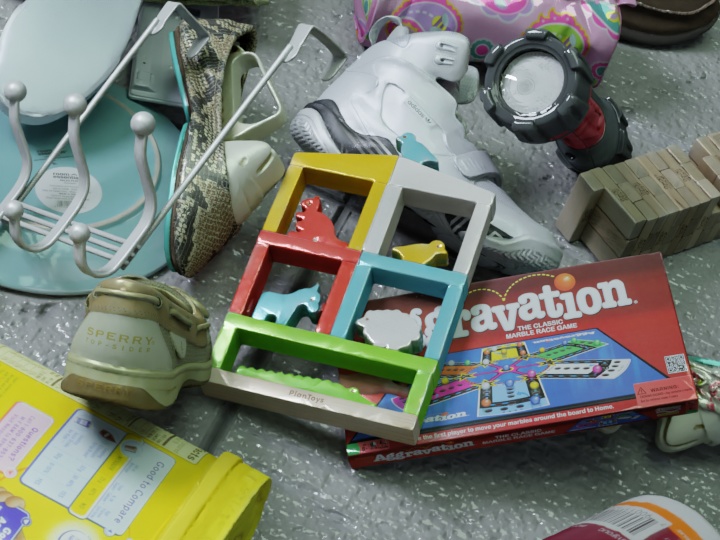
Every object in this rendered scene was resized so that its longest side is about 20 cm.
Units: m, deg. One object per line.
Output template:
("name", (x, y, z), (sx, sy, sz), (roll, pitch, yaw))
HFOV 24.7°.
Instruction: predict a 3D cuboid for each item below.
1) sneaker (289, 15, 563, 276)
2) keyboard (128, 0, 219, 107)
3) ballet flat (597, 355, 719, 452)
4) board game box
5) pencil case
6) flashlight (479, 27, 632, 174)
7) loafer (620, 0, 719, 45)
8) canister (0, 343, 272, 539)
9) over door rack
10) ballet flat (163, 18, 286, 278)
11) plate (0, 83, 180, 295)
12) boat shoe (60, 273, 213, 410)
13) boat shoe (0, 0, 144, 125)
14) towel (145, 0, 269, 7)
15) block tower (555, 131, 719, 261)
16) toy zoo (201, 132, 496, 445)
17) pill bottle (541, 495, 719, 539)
("sneaker", (0.062, -0.083, 1.061), (0.200, 0.075, 0.115), (32, 84, 16))
("keyboard", (-0.128, -0.178, 1.155), (0.056, 0.011, 0.200), (14, 41, -14))
("ballet flat", (0.174, 0.075, 1.003), (0.200, 0.076, 0.064), (18, 76, 4))
("board game box", (0.086, 0.051, 0.955), (0.200, 0.019, 0.103), (-10, 55, 4))
("pencil case", (0.095, -0.190, 1.198), (0.200, 0.087, 0.088), (8, 47, -11))
("flashlight", (0.136, -0.099, 1.069), (0.068, 0.068, 0.200), (34, 3, 23))
("loafer", (0.193, -0.229, 1.276), (0.200, 0.071, 0.073), (6, 47, -14))
("canister", (-0.166, 0.119, 0.820), (0.200, 0.087, 0.149), (27, 45, 8))
("over door rack", (-0.130, -0.090, 0.932), (0.148, 0.067, 0.200), (18, 56, 46))
("ballet flat", (-0.083, -0.085, 1.025), (0.075, 0.068, 0.200), (-6, 52, 4))
("plate", (-0.194, -0.067, 1.025), (0.200, 0.026, 0.200), (10, 45, -11))
("boat shoe", (-0.114, 0.026, 0.870), (0.073, 0.063, 0.201), (11, 5, 2))
("boat shoe", (-0.181, -0.167, 1.063), (0.074, 0.068, 0.200), (24, 62, -10))
("towel", (-0.158, -0.245, 1.179), (0.200, 0.037, 0.148), (4, 42, -7))
("block tower", (0.233, -0.054, 1.140), (0.200, 0.054, 0.058), (-17, 55, -30))
("toy zoo", (0.000, 0.000, 0.975), (0.131, 0.020, 0.200), (12, 58, 14))
("pill bottle", (0.092, 0.197, 0.816), (0.200, 0.114, 0.114), (-19, 57, -32))
